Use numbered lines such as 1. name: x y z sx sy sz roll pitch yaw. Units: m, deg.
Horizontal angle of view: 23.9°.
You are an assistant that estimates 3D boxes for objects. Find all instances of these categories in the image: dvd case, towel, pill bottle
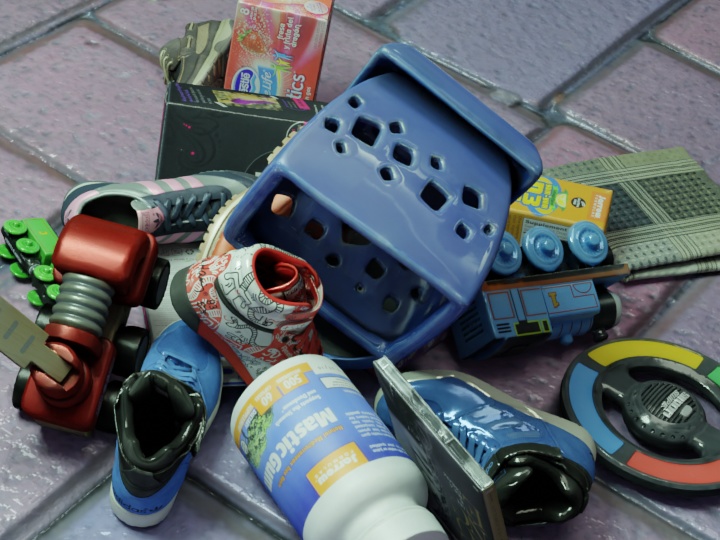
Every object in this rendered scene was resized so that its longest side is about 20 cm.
1. dvd case: 0.071 0.172 1.356 0.016 0.200 0.149 -33 53 -12
2. towel: 0.317 -0.061 1.842 0.199 0.035 0.193 -10 41 -23
3. pill bottle: -0.014 0.172 1.391 0.112 0.112 0.200 -14 45 -30

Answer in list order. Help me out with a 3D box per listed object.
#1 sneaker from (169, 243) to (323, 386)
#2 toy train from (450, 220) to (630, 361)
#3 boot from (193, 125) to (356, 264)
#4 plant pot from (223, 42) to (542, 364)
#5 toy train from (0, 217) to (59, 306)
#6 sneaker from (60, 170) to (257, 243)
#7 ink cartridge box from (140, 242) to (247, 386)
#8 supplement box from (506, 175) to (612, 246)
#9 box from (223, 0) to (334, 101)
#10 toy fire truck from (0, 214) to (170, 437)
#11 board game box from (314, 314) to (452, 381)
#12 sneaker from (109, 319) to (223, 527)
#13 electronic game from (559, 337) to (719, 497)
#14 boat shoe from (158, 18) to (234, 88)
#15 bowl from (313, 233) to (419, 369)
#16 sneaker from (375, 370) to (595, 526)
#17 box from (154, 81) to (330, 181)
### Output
1. sneaker: -0.061 0.054 1.456 0.201 0.108 0.067 43 44 -30
2. toy train: 0.170 0.021 1.637 0.199 0.087 0.115 -6 74 -32
3. boot: -0.069 -0.032 1.555 0.107 0.075 0.200 34 75 21
4. plant pot: 0.026 -0.064 1.449 0.200 0.200 0.180 37 66 -3
5. toy train: -0.274 0.018 1.567 0.056 0.042 0.200 -6 41 -38
6. sneaker: -0.180 -0.051 1.592 0.199 0.071 0.082 -6 15 -5
7. ink cartridge box: -0.150 0.047 1.567 0.094 0.037 0.200 -1 38 -16
8. supplement box: 0.155 -0.062 1.745 0.199 0.069 0.067 13 48 5
9. box: -0.088 -0.209 1.766 0.094 0.201 0.103 12 39 -1
10. toy fire truck: -0.247 0.030 1.396 0.128 0.200 0.177 15 75 3
11. board game box: 0.041 0.026 1.654 0.120 0.032 0.200 32 43 29
12. sneaker: -0.155 0.102 1.406 0.076 0.111 0.201 19 52 -1
13. electronic game: 0.282 0.133 1.579 0.199 0.042 0.200 8 38 -7
14. boat shoe: -0.184 -0.216 1.863 0.073 0.075 0.200 6 29 7
15. bowl: 0.000 0.000 1.583 0.200 0.039 0.202 -6 62 11
16. sneaker: 0.104 0.155 1.455 0.199 0.077 0.111 21 26 0
17. box: -0.100 -0.106 1.680 0.199 0.123 0.106 7 17 -7
